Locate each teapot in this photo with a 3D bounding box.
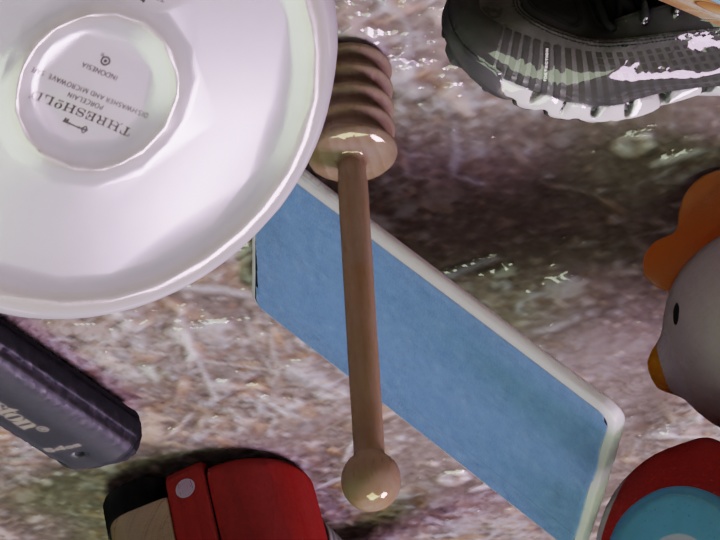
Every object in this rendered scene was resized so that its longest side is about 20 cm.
[{"bbox_3d":[-0.114,-0.090,0.739,0.197,0.146,0.201,-26,125,-10],"label":"teapot"}]

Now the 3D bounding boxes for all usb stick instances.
[{"bbox_3d":[-0.181,0.047,1.035,0.055,0.033,0.200,-20,143,23],"label":"usb stick"}]

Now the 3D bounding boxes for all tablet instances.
[{"bbox_3d":[0.028,0.034,0.929,0.200,0.014,0.130,37,153,19],"label":"tablet"}]

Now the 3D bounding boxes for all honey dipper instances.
[{"bbox_3d":[0.000,0.000,0.823,0.038,0.201,0.038,-3,147,-2],"label":"honey dipper"}]

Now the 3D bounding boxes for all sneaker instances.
[{"bbox_3d":[0.130,-0.102,0.806,0.199,0.067,0.091,4,144,-17],"label":"sneaker"}]

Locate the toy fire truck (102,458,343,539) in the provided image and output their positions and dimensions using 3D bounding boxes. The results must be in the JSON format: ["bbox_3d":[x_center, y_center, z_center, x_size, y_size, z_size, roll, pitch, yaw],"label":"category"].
[{"bbox_3d":[-0.019,0.176,1.180,0.199,0.129,0.176,-23,143,8],"label":"toy fire truck"}]

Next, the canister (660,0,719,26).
[{"bbox_3d":[0.180,-0.105,0.701,0.199,0.087,0.149,22,178,-7],"label":"canister"}]

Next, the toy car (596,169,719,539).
[{"bbox_3d":[0.169,0.057,0.931,0.176,0.201,0.184,-20,161,9],"label":"toy car"}]
